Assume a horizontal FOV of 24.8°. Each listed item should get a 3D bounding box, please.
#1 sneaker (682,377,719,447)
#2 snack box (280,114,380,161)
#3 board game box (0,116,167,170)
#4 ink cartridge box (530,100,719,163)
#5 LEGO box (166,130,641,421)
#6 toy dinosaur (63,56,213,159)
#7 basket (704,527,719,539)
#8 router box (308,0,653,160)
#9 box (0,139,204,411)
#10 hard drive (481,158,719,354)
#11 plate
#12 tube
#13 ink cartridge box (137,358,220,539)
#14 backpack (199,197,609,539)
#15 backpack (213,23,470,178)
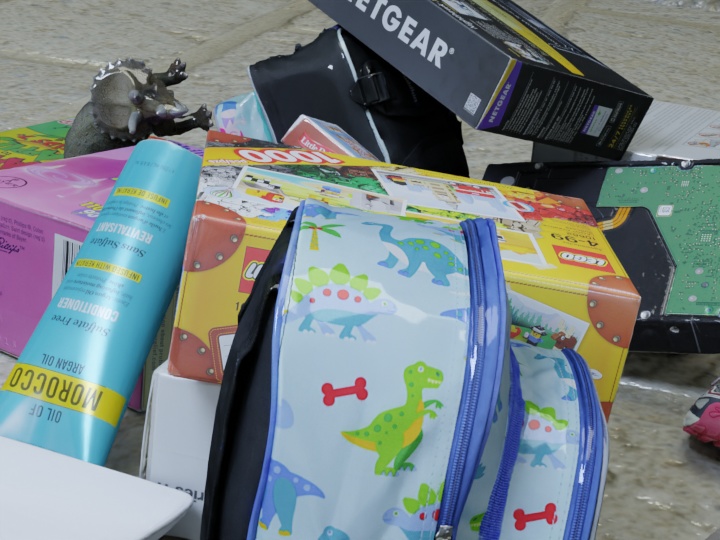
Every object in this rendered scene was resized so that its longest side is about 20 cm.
[{"bbox_3d":[0.258,0.063,0.971,0.080,0.075,0.199,19,22,36],"label":"sneaker"},{"bbox_3d":[0.041,-0.024,0.996,0.200,0.024,0.072,40,10,12],"label":"snack box"},{"bbox_3d":[-0.250,-0.075,1.273,0.101,0.048,0.200,16,20,27],"label":"board game box"},{"bbox_3d":[0.235,-0.084,1.198,0.172,0.044,0.200,12,19,21],"label":"ink cartridge box"},{"bbox_3d":[0.015,0.004,0.777,0.198,0.078,0.149,10,19,-7],"label":"LEGO box"},{"bbox_3d":[-0.174,-0.102,1.179,0.102,0.077,0.200,-11,-15,-40],"label":"toy dinosaur"},{"bbox_3d":[0.185,0.159,0.530,0.135,0.182,0.200,18,3,-17],"label":"basket"},{"bbox_3d":[0.077,-0.152,1.101,0.157,0.052,0.200,7,27,-45],"label":"router box"},{"bbox_3d":[-0.126,-0.006,1.018,0.175,0.097,0.199,18,20,34],"label":"box"},{"bbox_3d":[0.160,-0.011,1.058,0.199,0.038,0.140,0,49,27],"label":"hard drive"},{"bbox_3d":[-0.204,0.119,0.704,0.198,0.033,0.200,14,19,21],"label":"plate"},{"bbox_3d":[-0.133,0.028,0.836,0.077,0.201,0.050,10,-27,25],"label":"tube"},{"bbox_3d":[-0.009,0.071,0.837,0.145,0.084,0.200,10,18,12],"label":"ink cartridge box"},{"bbox_3d":[0.016,0.079,0.628,0.146,0.202,0.183,5,17,-2],"label":"backpack"},{"bbox_3d":[-0.002,-0.084,1.171,0.150,0.179,0.200,-20,6,25],"label":"backpack"}]
